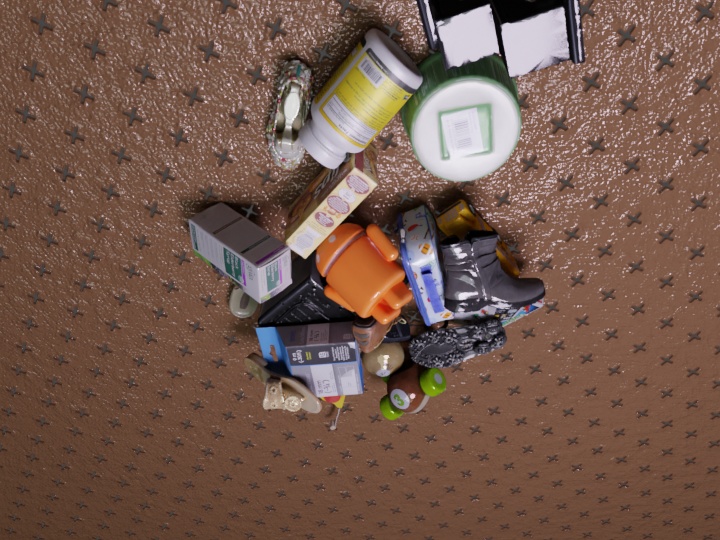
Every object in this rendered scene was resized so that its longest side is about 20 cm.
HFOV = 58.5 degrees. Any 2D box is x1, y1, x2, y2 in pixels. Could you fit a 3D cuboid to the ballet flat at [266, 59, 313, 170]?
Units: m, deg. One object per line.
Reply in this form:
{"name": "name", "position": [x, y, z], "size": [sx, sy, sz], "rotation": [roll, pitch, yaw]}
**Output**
{"name": "ballet flat", "position": [-0.119, -0.243, 1.058], "size": [0.074, 0.065, 0.203], "rotation": [6, 129, -5]}

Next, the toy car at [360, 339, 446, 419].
{"name": "toy car", "position": [0.053, 0.197, 1.340], "size": [0.197, 0.161, 0.164], "rotation": [27, 135, -27]}

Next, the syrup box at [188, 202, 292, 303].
{"name": "syrup box", "position": [-0.215, -0.035, 1.147], "size": [0.198, 0.081, 0.080], "rotation": [33, 139, 31]}

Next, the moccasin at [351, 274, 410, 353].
{"name": "moccasin", "position": [0.047, 0.077, 1.230], "size": [0.072, 0.203, 0.079], "rotation": [3, 126, 21]}

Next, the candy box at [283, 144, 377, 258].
{"name": "candy box", "position": [-0.052, -0.128, 1.115], "size": [0.055, 0.117, 0.199], "rotation": [33, 123, -25]}

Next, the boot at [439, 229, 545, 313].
{"name": "boot", "position": [0.234, -0.004, 1.112], "size": [0.195, 0.070, 0.135], "rotation": [-7, 106, -16]}

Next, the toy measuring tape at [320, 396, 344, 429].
{"name": "toy measuring tape", "position": [-0.073, 0.293, 1.488], "size": [0.072, 0.074, 0.203], "rotation": [9, 128, -7]}

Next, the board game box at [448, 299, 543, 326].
{"name": "board game box", "position": [0.252, 0.068, 1.269], "size": [0.124, 0.035, 0.200], "rotation": [18, 154, -14]}

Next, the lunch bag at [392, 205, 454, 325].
{"name": "lunch bag", "position": [0.118, -0.008, 1.181], "size": [0.074, 0.162, 0.202], "rotation": [-15, 128, 11]}

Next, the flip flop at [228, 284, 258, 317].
{"name": "flip flop", "position": [-0.225, 0.028, 1.281], "size": [0.079, 0.058, 0.203], "rotation": [14, 128, -11]}

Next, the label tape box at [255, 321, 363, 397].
{"name": "label tape box", "position": [-0.098, 0.176, 1.243], "size": [0.194, 0.064, 0.147], "rotation": [-5, 129, 4]}

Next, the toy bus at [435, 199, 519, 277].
{"name": "toy bus", "position": [0.219, -0.046, 1.191], "size": [0.064, 0.080, 0.199], "rotation": [-31, 138, 23]}

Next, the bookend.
{"name": "bookend", "position": [0.184, -0.341, 0.887], "size": [0.195, 0.201, 0.093], "rotation": [-14, 131, 13]}

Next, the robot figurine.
{"name": "robot figurine", "position": [-0.001, 0.001, 1.134], "size": [0.200, 0.116, 0.144], "rotation": [46, 159, 11]}

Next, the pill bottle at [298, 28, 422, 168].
{"name": "pill bottle", "position": [-0.006, -0.260, 1.001], "size": [0.111, 0.114, 0.200], "rotation": [34, 117, -24]}

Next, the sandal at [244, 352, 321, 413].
{"name": "sandal", "position": [-0.169, 0.238, 1.243], "size": [0.209, 0.069, 0.079], "rotation": [27, 141, 35]}

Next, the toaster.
{"name": "toaster", "position": [-0.093, 0.083, 1.285], "size": [0.180, 0.120, 0.199], "rotation": [38, 120, -26]}

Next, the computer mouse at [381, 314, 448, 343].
{"name": "computer mouse", "position": [0.103, 0.116, 1.313], "size": [0.196, 0.060, 0.034], "rotation": [-2, 153, -35]}

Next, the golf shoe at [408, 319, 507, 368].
{"name": "golf shoe", "position": [0.195, 0.150, 1.295], "size": [0.195, 0.094, 0.080], "rotation": [-10, 84, 7]}

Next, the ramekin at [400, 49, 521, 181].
{"name": "ramekin", "position": [0.163, -0.243, 1.031], "size": [0.194, 0.099, 0.203], "rotation": [0, 129, 0]}
